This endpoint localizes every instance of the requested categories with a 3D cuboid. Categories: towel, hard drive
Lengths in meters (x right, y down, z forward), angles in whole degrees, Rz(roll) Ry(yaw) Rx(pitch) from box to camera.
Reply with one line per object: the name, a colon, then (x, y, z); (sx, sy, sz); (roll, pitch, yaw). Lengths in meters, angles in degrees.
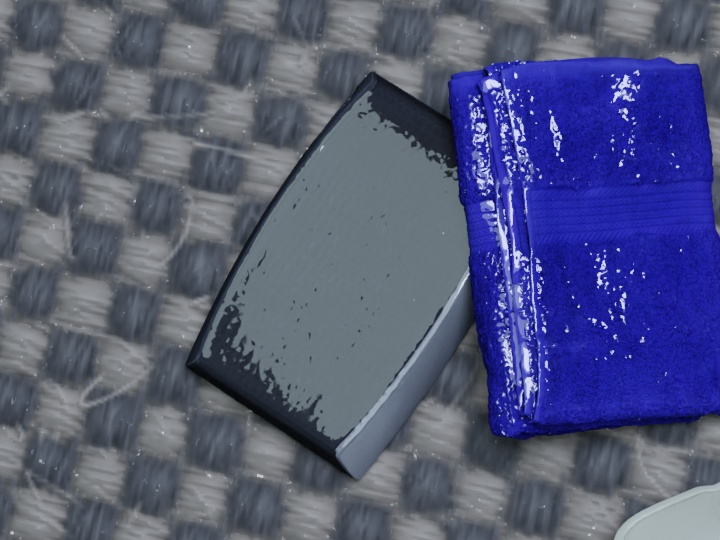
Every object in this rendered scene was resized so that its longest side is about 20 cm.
towel: (0.129, -0.015, 1.006); (0.147, 0.050, 0.201); (-5, 86, -14)
hard drive: (0.000, 0.000, 1.050); (0.135, 0.042, 0.201); (33, 89, 11)

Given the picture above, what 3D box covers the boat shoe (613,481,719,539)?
boat shoe: (0.233, 0.139, 1.000); (0.199, 0.073, 0.062); (-18, 124, -1)
